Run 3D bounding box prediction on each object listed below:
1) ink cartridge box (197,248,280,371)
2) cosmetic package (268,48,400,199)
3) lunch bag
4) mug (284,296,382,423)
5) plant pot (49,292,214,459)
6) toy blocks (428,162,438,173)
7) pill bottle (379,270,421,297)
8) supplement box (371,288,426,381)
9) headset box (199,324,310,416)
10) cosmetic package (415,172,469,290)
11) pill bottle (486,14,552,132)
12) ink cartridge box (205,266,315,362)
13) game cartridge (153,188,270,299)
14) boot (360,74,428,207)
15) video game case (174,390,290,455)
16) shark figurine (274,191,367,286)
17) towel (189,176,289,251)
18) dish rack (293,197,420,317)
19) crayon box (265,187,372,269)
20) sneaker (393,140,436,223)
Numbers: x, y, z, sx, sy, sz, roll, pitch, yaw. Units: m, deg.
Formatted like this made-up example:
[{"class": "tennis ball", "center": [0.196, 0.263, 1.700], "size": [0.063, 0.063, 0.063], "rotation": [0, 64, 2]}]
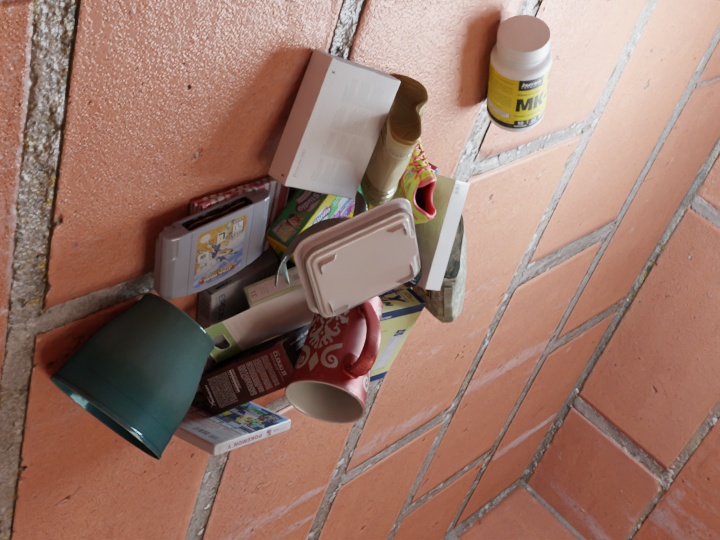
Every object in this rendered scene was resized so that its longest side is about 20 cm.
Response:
[{"class": "ink cartridge box", "center": [-0.193, 0.059, 1.737], "size": [0.199, 0.041, 0.201], "rotation": [-31, 148, -34]}, {"class": "cosmetic package", "center": [-0.039, -0.218, 1.528], "size": [0.150, 0.052, 0.202], "rotation": [7, 111, -48]}, {"class": "lunch bag", "center": [0.155, -0.016, 1.992], "size": [0.116, 0.202, 0.165], "rotation": [-5, 147, 1]}, {"class": "mug", "center": [-0.017, 0.129, 1.644], "size": [0.134, 0.176, 0.202], "rotation": [52, 42, -40]}, {"class": "plant pot", "center": [-0.323, 0.145, 1.498], "size": [0.189, 0.199, 0.201], "rotation": [-54, 157, -18]}, {"class": "toy blocks", "center": [0.079, -0.137, 1.858], "size": [0.200, 0.099, 0.138], "rotation": [-38, 143, -30]}, {"class": "pill bottle", "center": [0.000, 0.000, 1.795], "size": [0.198, 0.113, 0.112], "rotation": [-19, 164, 24]}, {"class": "supplement box", "center": [-0.010, 0.112, 1.989], "size": [0.199, 0.134, 0.201], "rotation": [-10, 135, -52]}, {"class": "headset box", "center": [-0.160, 0.166, 1.749], "size": [0.198, 0.076, 0.149], "rotation": [-23, -176, 21]}, {"class": "cosmetic package", "center": [0.129, -0.073, 1.823], "size": [0.050, 0.082, 0.202], "rotation": [5, 103, -50]}, {"class": "pill bottle", "center": [0.292, -0.361, 1.848], "size": [0.114, 0.114, 0.201], "rotation": [-38, 152, -20]}, {"class": "ink cartridge box", "center": [-0.173, 0.075, 1.686], "size": [0.198, 0.048, 0.146], "rotation": [-21, 154, -1]}, {"class": "game cartridge", "center": [-0.220, -0.037, 1.511], "size": [0.199, 0.041, 0.134], "rotation": [-29, 141, -38]}, {"class": "boot", "center": [0.052, -0.213, 1.643], "size": [0.201, 0.072, 0.156], "rotation": [-86, -165, -48]}, {"class": "video game case", "center": [-0.252, 0.256, 1.739], "size": [0.181, 0.199, 0.023], "rotation": [-11, 111, -49]}, {"class": "shark figurine", "center": [-0.042, -0.049, 1.573], "size": [0.212, 0.089, 0.130], "rotation": [-11, 101, -13]}, {"class": "towel", "center": [-0.193, -0.075, 1.577], "size": [0.199, 0.030, 0.147], "rotation": [-25, 143, -42]}, {"class": "dish rack", "center": [0.005, -0.010, 1.554], "size": [0.198, 0.044, 0.173], "rotation": [-25, 137, -11]}, {"class": "crayon box", "center": [-0.061, -0.088, 1.696], "size": [0.201, 0.058, 0.173], "rotation": [-54, 155, -14]}, {"class": "sneaker", "center": [0.096, -0.176, 1.748], "size": [0.078, 0.090, 0.202], "rotation": [-20, 107, -35]}]
